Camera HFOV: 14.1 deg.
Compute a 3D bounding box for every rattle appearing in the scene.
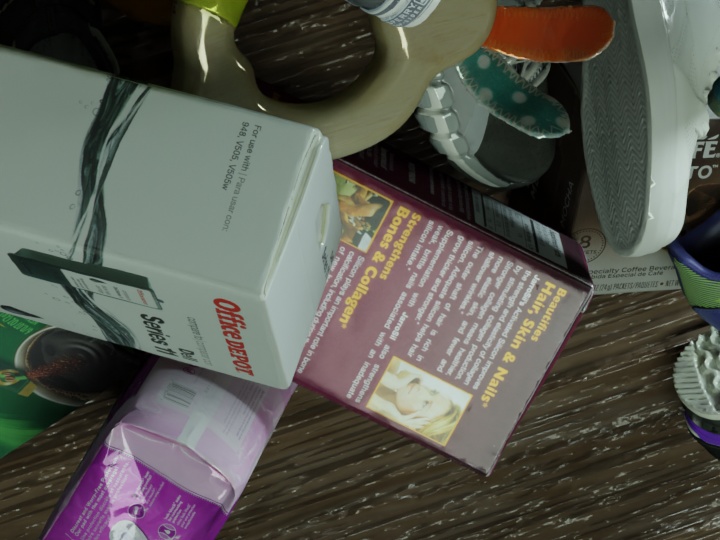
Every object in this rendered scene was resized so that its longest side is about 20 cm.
[{"bbox_3d":[-0.005,-0.114,1.331,0.199,0.143,0.131,-5,88,-25],"label":"rattle"}]

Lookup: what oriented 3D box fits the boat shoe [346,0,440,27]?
[{"bbox_3d":[0.004,-0.194,1.244,0.068,0.201,0.072,22,143,-24],"label":"boat shoe"}]

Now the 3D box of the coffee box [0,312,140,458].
[{"bbox_3d":[-0.220,0.056,1.453,0.200,0.044,0.123,-31,135,25],"label":"coffee box"}]

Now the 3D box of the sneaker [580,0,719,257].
[{"bbox_3d":[0.167,-0.106,1.399,0.115,0.074,0.201,1,85,-25],"label":"sneaker"}]

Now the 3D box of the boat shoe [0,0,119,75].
[{"bbox_3d":[-0.142,-0.056,1.397,0.075,0.060,0.201,-17,133,-5],"label":"boat shoe"}]

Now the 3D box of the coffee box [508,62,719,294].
[{"bbox_3d":[0.188,-0.058,1.502,0.199,0.080,0.113,-3,130,-18],"label":"coffee box"}]

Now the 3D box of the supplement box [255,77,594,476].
[{"bbox_3d":[0.000,0.000,1.416,0.199,0.086,0.111,27,104,-7],"label":"supplement box"}]

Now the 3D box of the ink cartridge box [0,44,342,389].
[{"bbox_3d":[-0.116,-0.027,1.277,0.199,0.083,0.147,14,163,8],"label":"ink cartridge box"}]

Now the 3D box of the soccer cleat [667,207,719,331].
[{"bbox_3d":[0.241,-0.043,1.438,0.200,0.065,0.084,-38,123,11],"label":"soccer cleat"}]

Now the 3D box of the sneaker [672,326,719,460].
[{"bbox_3d":[0.275,0.056,1.649,0.199,0.070,0.100,-17,140,0],"label":"sneaker"}]

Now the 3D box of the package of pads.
[{"bbox_3d":[-0.090,0.086,1.451,0.075,0.200,0.121,31,117,-3],"label":"package of pads"}]

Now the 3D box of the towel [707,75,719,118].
[{"bbox_3d":[0.242,-0.151,1.306,0.200,0.022,0.147,-49,170,28],"label":"towel"}]

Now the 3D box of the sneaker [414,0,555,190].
[{"bbox_3d":[0.075,-0.116,1.372,0.115,0.075,0.200,-4,135,34],"label":"sneaker"}]
